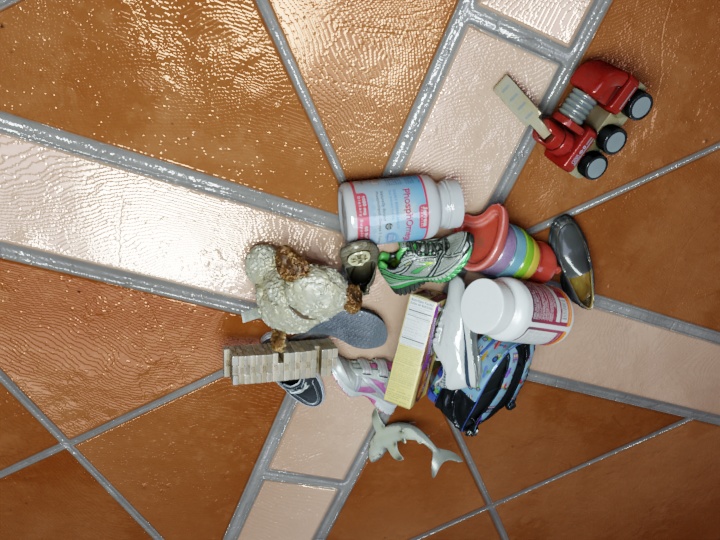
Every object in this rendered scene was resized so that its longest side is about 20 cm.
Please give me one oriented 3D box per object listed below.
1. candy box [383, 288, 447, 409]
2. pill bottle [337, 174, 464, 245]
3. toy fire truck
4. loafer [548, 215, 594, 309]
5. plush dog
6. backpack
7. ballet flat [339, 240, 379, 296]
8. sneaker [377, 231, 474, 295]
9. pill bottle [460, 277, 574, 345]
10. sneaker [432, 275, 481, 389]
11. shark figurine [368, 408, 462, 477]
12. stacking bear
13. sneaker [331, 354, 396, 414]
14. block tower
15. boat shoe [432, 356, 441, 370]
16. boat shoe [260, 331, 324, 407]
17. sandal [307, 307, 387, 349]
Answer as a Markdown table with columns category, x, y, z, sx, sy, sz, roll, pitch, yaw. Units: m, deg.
| category | x | y | z | sx | sy | sz | roll | pitch | yaw |
| --- | --- | --- | --- | --- | --- | --- | --- | --- | --- |
| candy box | 0.106 | 0.140 | 1.201 | 0.056 | 0.117 | 0.202 | 18 | 99 | 18 |
| pill bottle | 0.067 | -0.102 | 1.088 | 0.198 | 0.109 | 0.109 | -8 | 121 | -9 |
| toy fire truck | 0.336 | -0.270 | 1.058 | 0.199 | 0.129 | 0.177 | 19 | 114 | -33 |
| loafer | 0.413 | -0.014 | 1.239 | 0.072 | 0.072 | 0.201 | -26 | 121 | 5 |
| plush dog | -0.093 | 0.042 | 1.077 | 0.199 | 0.161 | 0.171 | 26 | 148 | -24 |
| backpack | 0.241 | 0.191 | 1.256 | 0.182 | 0.134 | 0.201 | -18 | 137 | -43 |
| ballet flat | 0.000 | 0.000 | 1.106 | 0.067 | 0.047 | 0.200 | -6 | 160 | -3 |
| sneaker | 0.111 | -0.021 | 1.132 | 0.199 | 0.078 | 0.085 | -25 | 123 | 35 |
| pill bottle | 0.272 | 0.070 | 1.127 | 0.199 | 0.110 | 0.110 | 10 | 119 | -40 |
| sneaker | 0.165 | 0.110 | 1.159 | 0.080 | 0.202 | 0.076 | -7 | 168 | 24 |
| shark figurine | 0.106 | 0.346 | 1.368 | 0.089 | 0.213 | 0.129 | -13 | 96 | -49 |
| stacking bear | 0.279 | -0.029 | 1.181 | 0.199 | 0.115 | 0.121 | 18 | 159 | -34 |
| sneaker | 0.019 | 0.205 | 1.282 | 0.199 | 0.082 | 0.088 | 32 | 107 | -35 |
| block tower | -0.142 | 0.162 | 1.160 | 0.198 | 0.058 | 0.054 | -2 | 106 | -19 |
| boat shoe | 0.161 | 0.127 | 1.279 | 0.073 | 0.063 | 0.201 | -6 | 136 | -53 |
| boat shoe | -0.126 | 0.205 | 1.249 | 0.071 | 0.068 | 0.201 | -26 | 122 | 3 |
| sandal | -0.042 | 0.093 | 1.225 | 0.199 | 0.043 | 0.077 | 15 | 109 | -10 |
